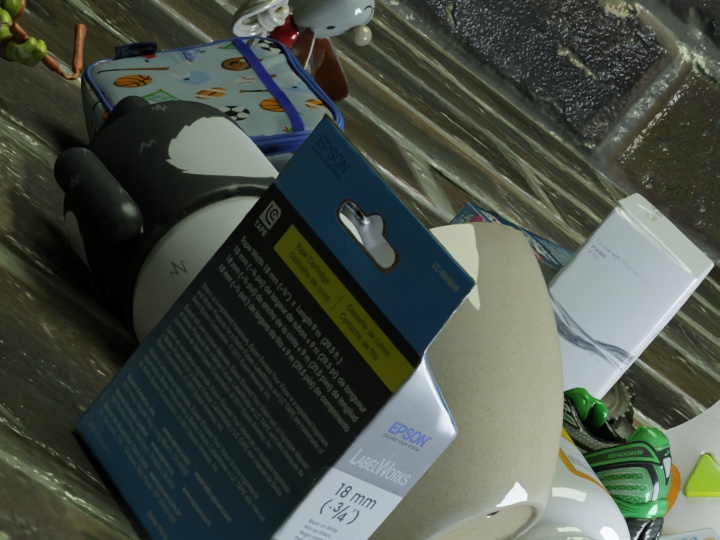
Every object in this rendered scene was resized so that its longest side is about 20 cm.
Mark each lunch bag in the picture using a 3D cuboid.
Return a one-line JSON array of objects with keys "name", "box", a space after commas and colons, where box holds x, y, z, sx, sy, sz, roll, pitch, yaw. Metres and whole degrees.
[{"name": "lunch bag", "box": [-0.095, -0.095, 1.642, 0.160, 0.076, 0.200, -10, 28, -13]}]

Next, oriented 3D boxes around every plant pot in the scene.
[{"name": "plant pot", "box": [0.028, 0.085, 1.302, 0.200, 0.200, 0.135, 19, 40, -62]}]

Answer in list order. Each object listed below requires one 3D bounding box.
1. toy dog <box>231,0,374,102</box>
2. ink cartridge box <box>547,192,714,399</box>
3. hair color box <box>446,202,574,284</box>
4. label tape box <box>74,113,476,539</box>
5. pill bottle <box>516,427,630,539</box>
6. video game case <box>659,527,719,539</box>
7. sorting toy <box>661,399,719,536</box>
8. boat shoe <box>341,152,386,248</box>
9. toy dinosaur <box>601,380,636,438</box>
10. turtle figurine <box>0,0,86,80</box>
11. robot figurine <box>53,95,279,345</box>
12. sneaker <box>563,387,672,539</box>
[{"name": "toy dog", "box": [-0.068, -0.132, 1.880, 0.132, 0.200, 0.096, -19, 75, -49]}, {"name": "ink cartridge box", "box": [0.161, 0.047, 1.820, 0.083, 0.200, 0.147, 41, 12, 6]}, {"name": "hair color box", "box": [0.112, 0.020, 1.916, 0.061, 0.100, 0.200, 46, 12, 28]}, {"name": "label tape box", "box": [-0.027, 0.050, 1.168, 0.063, 0.200, 0.144, 28, 17, -47]}, {"name": "pill bottle", "box": [0.087, 0.146, 1.416, 0.111, 0.111, 0.200, 34, 13, -30]}, {"name": "video game case", "box": [0.217, 0.238, 1.564, 0.200, 0.022, 0.182, -3, 41, -46]}, {"name": "sorting toy", "box": [0.304, 0.165, 1.859, 0.200, 0.180, 0.107, 36, -3, -20]}, {"name": "boat shoe", "box": [0.000, 0.000, 1.587, 0.072, 0.061, 0.201, 21, -26, 20]}, {"name": "toy dinosaur", "box": [0.200, 0.145, 1.948, 0.102, 0.077, 0.200, -30, 102, -78]}, {"name": "turtle figurine", "box": [-0.280, -0.195, 1.657, 0.161, 0.064, 0.200, 14, 36, -51]}, {"name": "robot figurine", "box": [-0.093, -0.020, 1.421, 0.150, 0.125, 0.200, -15, 40, -21]}, {"name": "sneaker", "box": [0.120, 0.112, 1.645, 0.200, 0.085, 0.078, 18, 4, 30]}]
